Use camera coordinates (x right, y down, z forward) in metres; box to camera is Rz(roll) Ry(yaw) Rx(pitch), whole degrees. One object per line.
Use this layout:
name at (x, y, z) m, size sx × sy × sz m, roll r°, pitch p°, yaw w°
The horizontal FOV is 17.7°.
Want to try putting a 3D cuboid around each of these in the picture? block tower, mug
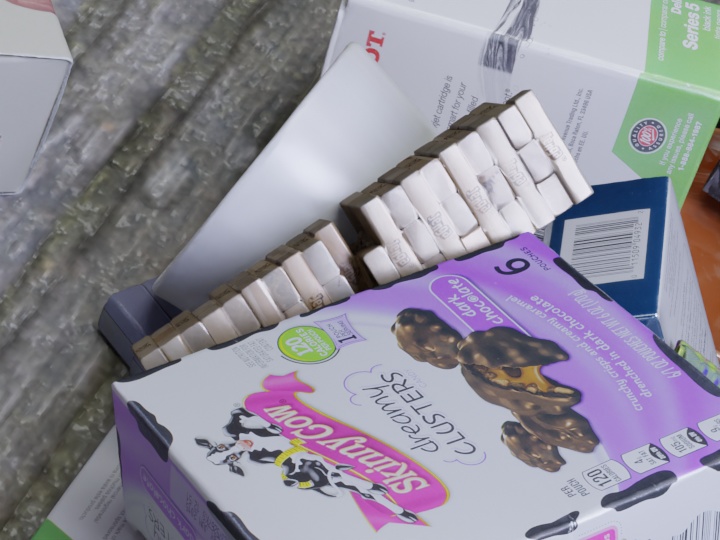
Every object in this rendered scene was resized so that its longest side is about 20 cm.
block tower at (0.000, 0.000, 0.987) m, size 0.200 × 0.058 × 0.054 m, roll -34°, pitch 100°, yaw -6°
mug at (0.015, -0.013, 1.094) m, size 0.153 × 0.149 × 0.187 m, roll 39°, pitch 48°, yaw -3°

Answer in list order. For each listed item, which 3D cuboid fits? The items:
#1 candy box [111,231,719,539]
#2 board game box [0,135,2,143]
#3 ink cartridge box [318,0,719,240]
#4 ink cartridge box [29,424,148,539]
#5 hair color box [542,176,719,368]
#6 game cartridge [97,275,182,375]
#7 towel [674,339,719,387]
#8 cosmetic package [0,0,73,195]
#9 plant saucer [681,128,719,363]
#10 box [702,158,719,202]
candy box at (0.029, 0.080, 0.887) m, size 0.199 × 0.072 × 0.168 m, roll -19°, pitch 38°, yaw -24°
board game box at (-0.250, 0.019, 0.901) m, size 0.159 × 0.200 × 0.097 m, roll 20°, pitch 42°, yaw -13°
ink cartridge box at (0.078, -0.086, 1.216) m, size 0.199 × 0.146 × 0.084 m, roll 16°, pitch 43°, yaw -2°
ink cartridge box at (-0.036, 0.150, 0.926) m, size 0.199 × 0.085 × 0.146 m, roll 11°, pitch 36°, yaw 18°
hair color box at (0.136, 0.065, 1.097) m, size 0.060 × 0.201 × 0.100 m, roll -7°, pitch 39°, yaw 18°
game cartridge at (-0.023, 0.072, 1.114) m, size 0.129 × 0.038 × 0.200 m, roll -20°, pitch 62°, yaw -46°
towel at (0.152, 0.142, 0.966) m, size 0.143 × 0.023 × 0.200 m, roll 37°, pitch 58°, yaw -13°
cosmetic package at (-0.219, -0.143, 1.154) m, size 0.087 × 0.104 × 0.201 m, roll 0°, pitch 51°, yaw -30°
plant saucer at (0.219, -0.002, 1.330) m, size 0.199 × 0.032 × 0.201 m, roll 17°, pitch 44°, yaw -17°
box at (0.316, -0.051, 1.294) m, size 0.200 × 0.158 × 0.050 m, roll 35°, pitch 41°, yaw 5°
